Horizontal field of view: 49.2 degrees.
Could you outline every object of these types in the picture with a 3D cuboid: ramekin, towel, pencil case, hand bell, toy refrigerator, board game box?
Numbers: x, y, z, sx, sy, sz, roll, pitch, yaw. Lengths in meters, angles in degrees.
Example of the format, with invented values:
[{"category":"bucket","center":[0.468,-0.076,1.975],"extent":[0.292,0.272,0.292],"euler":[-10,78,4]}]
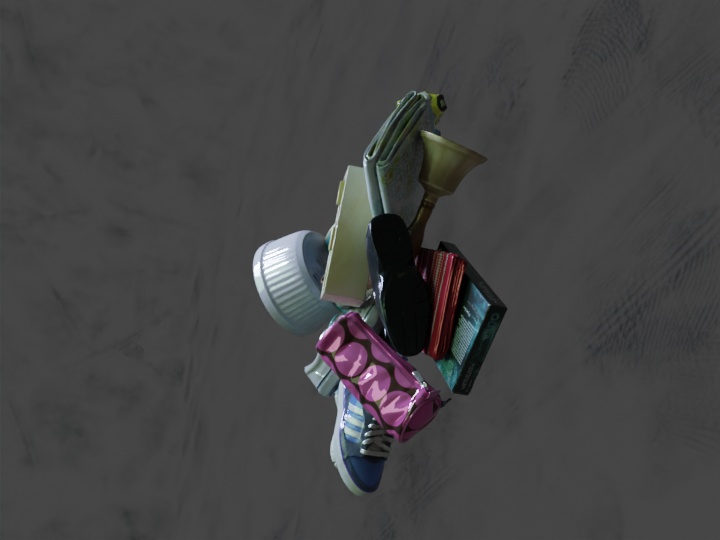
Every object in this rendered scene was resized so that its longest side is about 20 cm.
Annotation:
[{"category":"ramekin","center":[-0.104,0.018,1.526],"extent":[0.105,0.200,0.200],"euler":[-26,46,25]},{"category":"towel","center":[0.091,0.041,1.126],"extent":[0.200,0.022,0.145],"euler":[-161,82,-72]},{"category":"pencil case","center":[0.025,0.140,1.096],"extent":[0.200,0.091,0.094],"euler":[41,134,29]},{"category":"hand bell","center":[0.092,-0.089,1.125],"extent":[0.200,0.104,0.104],"euler":[-66,21,8]},{"category":"toy refrigerator","center":[-0.013,-0.052,1.205],"extent":[0.076,0.070,0.200],"euler":[127,155,-79]},{"category":"towel","center":[0.062,-0.139,1.164],"extent":[0.171,0.048,0.200],"euler":[-58,-29,-34]},{"category":"board game box","center":[0.129,0.060,1.085],"extent":[0.200,0.028,0.135],"euler":[-117,43,-61]}]

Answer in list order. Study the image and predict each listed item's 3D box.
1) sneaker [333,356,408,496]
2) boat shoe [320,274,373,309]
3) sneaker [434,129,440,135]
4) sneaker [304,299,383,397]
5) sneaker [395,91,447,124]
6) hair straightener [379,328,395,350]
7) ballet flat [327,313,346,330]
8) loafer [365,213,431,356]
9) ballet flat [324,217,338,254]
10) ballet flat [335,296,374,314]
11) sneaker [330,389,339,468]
[{"category":"sneaker","center":[0.033,0.218,1.156],"extent":[0.146,0.081,0.200],"euler":[-32,50,42]},{"category":"boat shoe","center":[0.000,0.000,1.288],"extent":[0.200,0.072,0.076],"euler":[-37,18,44]},{"category":"sneaker","center":[0.085,-0.155,1.317],"extent":[0.082,0.073,0.200],"euler":[61,140,21]},{"category":"sneaker","center":[-0.027,0.113,1.241],"extent":[0.200,0.071,0.073],"euler":[-55,-12,23]},{"category":"sneaker","center":[0.102,-0.260,1.317],"extent":[0.200,0.076,0.075],"euler":[-93,-14,-77]},{"category":"hair straightener","center":[0.062,0.045,1.288],"extent":[0.077,0.041,0.200],"euler":[-36,40,54]},{"category":"ballet flat","center":[-0.024,0.136,1.368],"extent":[0.200,0.074,0.074],"euler":[98,175,-65]},{"category":"loafer","center":[0.050,0.024,1.094],"extent":[0.072,0.073,0.200],"euler":[126,138,-70]},{"category":"ballet flat","center":[-0.002,-0.111,1.500],"extent":[0.200,0.069,0.070],"euler":[-53,29,26]},{"category":"ballet flat","center":[0.005,0.068,1.387],"extent":[0.200,0.072,0.072],"euler":[-142,66,-67]},{"category":"sneaker","center":[0.010,0.228,1.286],"extent":[0.090,0.078,0.200],"euler":[-20,61,46]}]
